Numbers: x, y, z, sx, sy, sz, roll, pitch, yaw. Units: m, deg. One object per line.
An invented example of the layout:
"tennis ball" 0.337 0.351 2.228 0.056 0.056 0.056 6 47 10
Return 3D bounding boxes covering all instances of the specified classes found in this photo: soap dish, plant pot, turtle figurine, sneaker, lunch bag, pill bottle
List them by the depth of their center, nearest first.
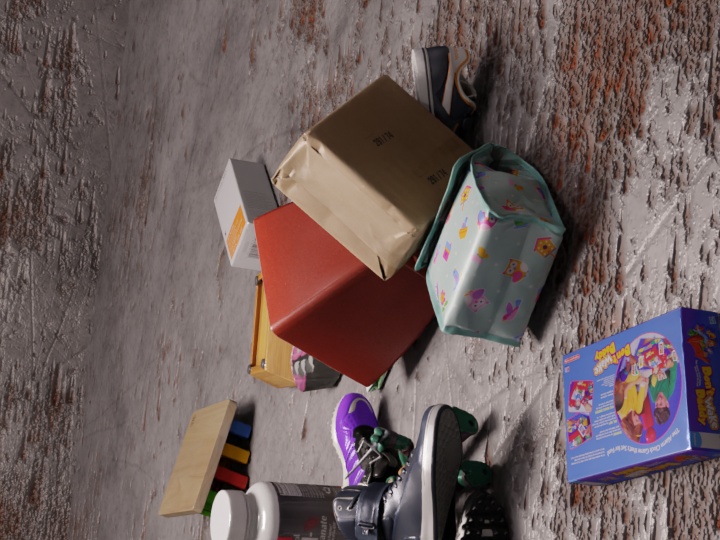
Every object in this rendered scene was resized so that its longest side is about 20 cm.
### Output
"sneaker" 0.123 0.353 1.552 0.090 0.066 0.200 -23 63 60
"lunch bag" 0.143 -0.038 1.577 0.200 0.122 0.171 -105 30 -57
"sneaker" 0.040 0.242 1.581 0.146 0.077 0.203 11 104 31
"turtle figurine" 0.069 0.251 1.663 0.200 0.101 0.150 -37 75 39
"sneaker" 0.112 -0.197 1.767 0.078 0.079 0.200 -103 7 -51
"plant pot" 0.000 0.000 1.786 0.176 0.200 0.200 -34 46 25
"sneaker" 0.017 0.256 1.836 0.100 0.070 0.200 -33 57 51
"pill bottle" -0.102 0.350 1.894 0.111 0.200 0.111 -173 90 -66
"sneaker" -0.062 0.083 2.055 0.086 0.080 0.200 -91 5 -74
"soap dish" -0.123 0.083 2.158 0.157 0.081 0.200 157 118 -73

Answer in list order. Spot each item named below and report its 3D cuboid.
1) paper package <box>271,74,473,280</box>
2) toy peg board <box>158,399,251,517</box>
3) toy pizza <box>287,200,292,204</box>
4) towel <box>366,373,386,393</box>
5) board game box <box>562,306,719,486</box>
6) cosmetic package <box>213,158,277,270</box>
"paper package" 0.028 -0.117 1.672 0.103 0.191 0.200 -51 -4 41
"toy peg board" -0.253 0.347 2.402 0.200 0.098 0.199 -25 44 62
"toy pizza" -0.039 -0.068 1.916 0.032 0.200 0.200 60 140 24
"towel" 0.015 0.060 1.951 0.200 0.023 0.153 -115 39 -51
"board game box" 0.270 0.127 1.321 0.200 0.045 0.135 147 128 -60
"cosmetic package" -0.201 -0.101 2.433 0.200 0.071 0.102 -111 37 -49
